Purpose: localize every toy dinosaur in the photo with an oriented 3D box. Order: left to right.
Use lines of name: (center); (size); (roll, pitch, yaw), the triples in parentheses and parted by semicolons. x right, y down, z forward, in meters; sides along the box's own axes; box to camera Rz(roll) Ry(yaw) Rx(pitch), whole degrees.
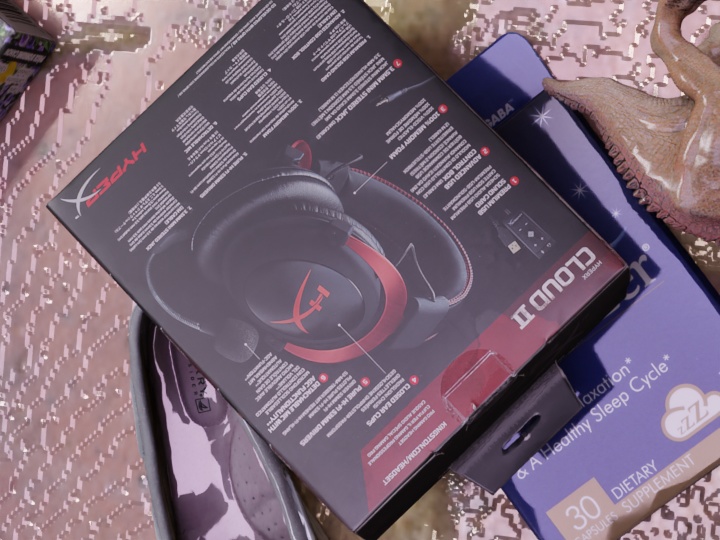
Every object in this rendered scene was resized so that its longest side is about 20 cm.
toy dinosaur: (0.164, -0.034, 0.875); (0.199, 0.086, 0.136); (8, 86, 7)

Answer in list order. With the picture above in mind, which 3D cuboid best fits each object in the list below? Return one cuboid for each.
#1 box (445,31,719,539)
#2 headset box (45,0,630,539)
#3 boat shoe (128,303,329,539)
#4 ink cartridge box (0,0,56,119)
box: (0.075, 0.011, 0.939); (0.121, 0.032, 0.200); (-38, 80, 13)
headset box: (0.000, 0.000, 0.889); (0.149, 0.075, 0.200); (-44, 79, -2)
boat shoe: (-0.057, 0.105, 0.960); (0.074, 0.065, 0.203); (-13, 87, 15)
ink cartridge box: (-0.241, -0.060, 1.016); (0.109, 0.050, 0.200); (40, 100, 11)
